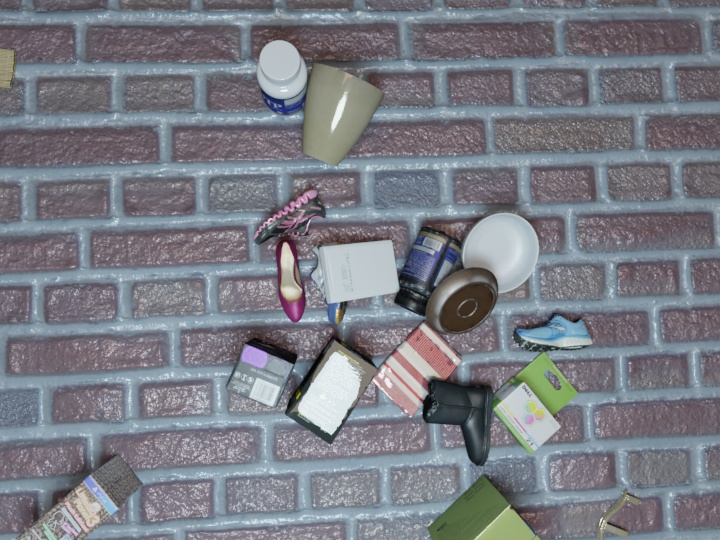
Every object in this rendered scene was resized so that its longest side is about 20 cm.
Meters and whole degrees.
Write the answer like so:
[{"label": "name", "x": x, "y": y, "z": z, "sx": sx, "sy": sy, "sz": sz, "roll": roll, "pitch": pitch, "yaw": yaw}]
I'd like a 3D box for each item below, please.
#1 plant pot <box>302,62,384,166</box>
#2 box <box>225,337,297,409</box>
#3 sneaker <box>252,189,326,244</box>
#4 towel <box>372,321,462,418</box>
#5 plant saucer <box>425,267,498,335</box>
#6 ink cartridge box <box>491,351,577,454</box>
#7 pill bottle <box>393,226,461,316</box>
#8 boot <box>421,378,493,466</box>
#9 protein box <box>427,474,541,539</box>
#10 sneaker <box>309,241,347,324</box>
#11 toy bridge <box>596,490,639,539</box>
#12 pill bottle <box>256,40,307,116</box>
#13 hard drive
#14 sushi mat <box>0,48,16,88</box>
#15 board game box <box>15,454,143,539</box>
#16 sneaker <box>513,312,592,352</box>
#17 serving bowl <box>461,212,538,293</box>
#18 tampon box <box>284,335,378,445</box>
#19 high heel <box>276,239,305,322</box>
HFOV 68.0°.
[{"label": "plant pot", "x": -0.064, "y": -0.363, "z": 1.288, "sx": 0.186, "sy": 0.187, "sz": 0.202, "roll": 22, "pitch": 99, "yaw": -3}, {"label": "box", "x": -0.220, "y": 0.229, "z": 1.220, "sx": 0.121, "sy": 0.200, "sz": 0.107, "roll": 23, "pitch": 86, "yaw": -2}, {"label": "sneaker", "x": -0.170, "y": -0.112, "z": 1.313, "sx": 0.199, "sy": 0.079, "sz": 0.096, "roll": -35, "pitch": 101, "yaw": -4}, {"label": "towel", "x": 0.140, "y": 0.247, "z": 1.336, "sx": 0.144, "sy": 0.023, "sz": 0.200, "roll": 44, "pitch": 84, "yaw": 0}, {"label": "plant saucer", "x": 0.252, "y": 0.084, "z": 1.286, "sx": 0.198, "sy": 0.032, "sz": 0.202, "roll": -12, "pitch": 127, "yaw": -16}, {"label": "ink cartridge box", "x": 0.437, "y": 0.324, "z": 1.323, "sx": 0.200, "sy": 0.076, "sz": 0.148, "roll": -41, "pitch": 91, "yaw": -2}, {"label": "pill bottle", "x": 0.160, "y": 0.005, "z": 1.305, "sx": 0.111, "sy": 0.112, "sz": 0.201, "roll": 26, "pitch": 86, "yaw": -2}, {"label": "boot", "x": 0.230, "y": 0.368, "z": 1.296, "sx": 0.166, "sy": 0.076, "sz": 0.202, "roll": 6, "pitch": 90, "yaw": -11}, {"label": "protein box", "x": 0.286, "y": 0.622, "z": 1.235, "sx": 0.198, "sy": 0.200, "sz": 0.135, "roll": -41, "pitch": 90, "yaw": -5}, {"label": "sneaker", "x": -0.080, "y": 0.032, "z": 1.315, "sx": 0.087, "sy": 0.075, "sz": 0.202, "roll": -2, "pitch": 81, "yaw": 9}, {"label": "toy bridge", "x": 0.638, "y": 0.652, "z": 1.346, "sx": 0.067, "sy": 0.027, "sz": 0.202, "roll": 21, "pitch": 85, "yaw": -2}, {"label": "pill bottle", "x": -0.183, "y": -0.453, "z": 1.260, "sx": 0.118, "sy": 0.200, "sz": 0.121, "roll": 0, "pitch": 86, "yaw": -4}, {"label": "hard drive", "x": 0.000, "y": 0.000, "z": 1.291, "sx": 0.198, "sy": 0.027, "sz": 0.133, "roll": -7, "pitch": 88, "yaw": -33}, {"label": "sushi mat", "x": -0.947, "y": -0.500, "z": 1.302, "sx": 0.198, "sy": 0.012, "sz": 0.097, "roll": 4, "pitch": 86, "yaw": -4}, {"label": "board game box", "x": -0.620, "y": 0.537, "z": 1.196, "sx": 0.200, "sy": 0.159, "sz": 0.097, "roll": -41, "pitch": 90, "yaw": -6}, {"label": "sneaker", "x": 0.480, "y": 0.155, "z": 1.351, "sx": 0.198, "sy": 0.078, "sz": 0.091, "roll": 1, "pitch": 69, "yaw": -8}, {"label": "serving bowl", "x": 0.339, "y": -0.049, "z": 1.332, "sx": 0.198, "sy": 0.066, "sz": 0.202, "roll": -2, "pitch": 106, "yaw": -9}, {"label": "tampon box", "x": -0.068, "y": 0.272, "z": 1.254, "sx": 0.126, "sy": 0.150, "sz": 0.201, "roll": 34, "pitch": 85, "yaw": -2}, {"label": "high heel", "x": -0.173, "y": 0.027, "z": 1.287, "sx": 0.067, "sy": 0.096, "sz": 0.202, "roll": -12, "pitch": 88, "yaw": -5}]
